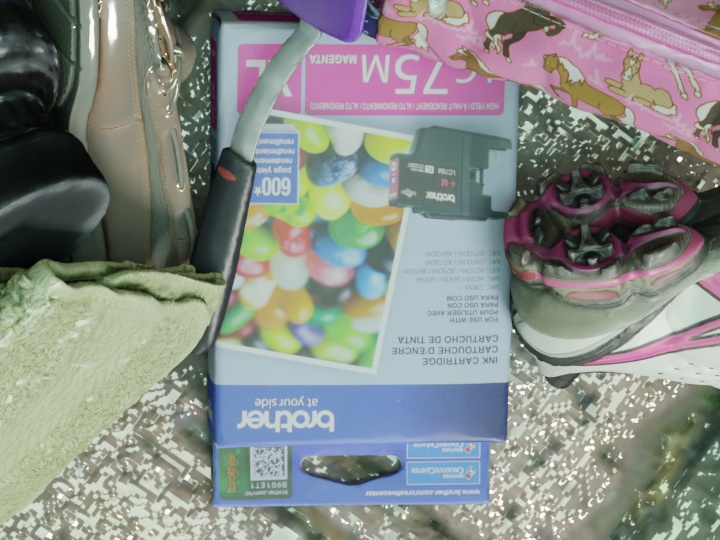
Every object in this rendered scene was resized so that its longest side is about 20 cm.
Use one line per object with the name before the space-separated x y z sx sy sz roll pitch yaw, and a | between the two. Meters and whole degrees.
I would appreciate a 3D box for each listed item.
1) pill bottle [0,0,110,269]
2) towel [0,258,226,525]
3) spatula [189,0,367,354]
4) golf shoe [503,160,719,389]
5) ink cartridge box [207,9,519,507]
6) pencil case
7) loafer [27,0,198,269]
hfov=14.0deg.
pill bottle | -0.176 -0.084 1.031 0.112 0.112 0.200 -35 75 0
towel | -0.147 0.061 1.069 0.200 0.148 0.036 -41 70 21
spatula | -0.037 -0.058 1.091 0.021 0.057 0.200 -3 120 -48
golf shoe | 0.157 0.002 1.127 0.200 0.073 0.092 -3 133 8
ink cartridge box | 0.000 0.000 1.149 0.119 0.042 0.200 0 102 -8
pencil case | 0.102 -0.087 1.072 0.200 0.087 0.083 23 136 7
loafer | -0.089 -0.070 1.086 0.063 0.072 0.200 -14 133 -21
